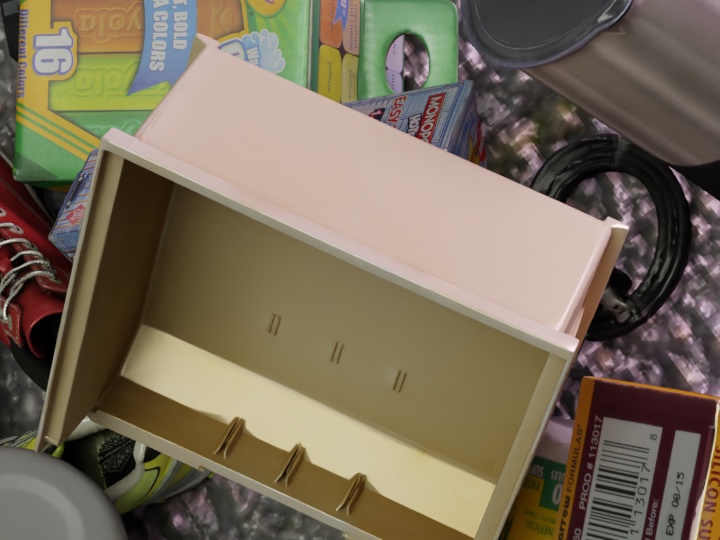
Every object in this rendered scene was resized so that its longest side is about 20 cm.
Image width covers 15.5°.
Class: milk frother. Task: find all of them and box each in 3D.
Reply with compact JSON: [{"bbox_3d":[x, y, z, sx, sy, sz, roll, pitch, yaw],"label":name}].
[{"bbox_3d":[0.112,-0.074,1.174,0.200,0.188,0.180,-59,35,3],"label":"milk frother"}]

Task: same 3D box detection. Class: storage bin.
[{"bbox_3d":[-0.017,0.034,1.102,0.199,0.094,0.199,24,132,6],"label":"storage bin"}]

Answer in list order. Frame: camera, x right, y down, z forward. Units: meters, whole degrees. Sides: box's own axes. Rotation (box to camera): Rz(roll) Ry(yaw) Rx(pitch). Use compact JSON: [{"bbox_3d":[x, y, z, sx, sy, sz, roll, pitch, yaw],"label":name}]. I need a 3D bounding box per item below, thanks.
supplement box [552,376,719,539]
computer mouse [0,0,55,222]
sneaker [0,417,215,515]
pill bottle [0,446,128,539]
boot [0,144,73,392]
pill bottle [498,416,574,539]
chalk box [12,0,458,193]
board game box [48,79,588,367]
[{"bbox_3d":[0.182,0.116,1.119,0.086,0.199,0.111,9,87,53],"label":"supplement box"},{"bbox_3d":[-0.151,-0.094,1.372,0.058,0.034,0.201,-8,89,30],"label":"computer mouse"},{"bbox_3d":[-0.165,0.109,1.332,0.200,0.076,0.076,-32,77,18],"label":"sneaker"},{"bbox_3d":[-0.181,0.183,1.274,0.112,0.112,0.200,42,140,20],"label":"pill bottle"},{"bbox_3d":[-0.177,-0.015,1.245,0.072,0.144,0.200,-45,97,-3],"label":"boot"},{"bbox_3d":[0.105,0.175,1.198,0.112,0.113,0.201,14,91,22],"label":"pill bottle"},{"bbox_3d":[-0.051,-0.098,1.277,0.199,0.124,0.125,-1,86,22],"label":"chalk box"},{"bbox_3d":[0.000,0.000,1.188,0.199,0.200,0.062,-21,35,40],"label":"board game box"}]
